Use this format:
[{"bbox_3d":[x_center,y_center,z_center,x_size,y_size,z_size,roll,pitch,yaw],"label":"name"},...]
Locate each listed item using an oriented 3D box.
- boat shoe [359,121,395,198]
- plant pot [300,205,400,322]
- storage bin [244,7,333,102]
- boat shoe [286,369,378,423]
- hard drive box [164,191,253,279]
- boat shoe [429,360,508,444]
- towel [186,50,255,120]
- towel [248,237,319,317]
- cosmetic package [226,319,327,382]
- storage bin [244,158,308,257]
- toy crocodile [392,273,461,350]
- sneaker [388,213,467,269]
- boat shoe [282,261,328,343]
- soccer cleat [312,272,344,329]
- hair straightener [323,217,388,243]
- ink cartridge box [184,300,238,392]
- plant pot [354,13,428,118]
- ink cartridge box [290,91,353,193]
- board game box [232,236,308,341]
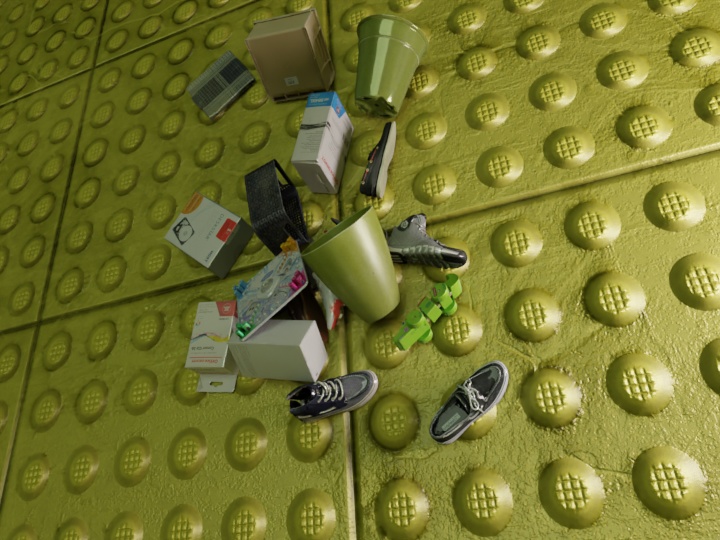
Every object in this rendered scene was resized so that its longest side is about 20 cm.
[{"bbox_3d":[0.046,-0.281,1.317,0.061,0.074,0.208,11,75,17],"label":"boat shoe"},{"bbox_3d":[0.000,0.000,1.134,0.184,0.187,0.203,-32,100,4],"label":"plant pot"},{"bbox_3d":[-0.193,-0.598,1.492,0.193,0.202,0.096,-1,48,21],"label":"storage bin"},{"bbox_3d":[-0.061,0.258,1.103,0.195,0.093,0.076,-28,59,8],"label":"boat shoe"},{"bbox_3d":[-0.404,-0.097,1.415,0.196,0.077,0.159,27,79,29],"label":"hard drive box"},{"bbox_3d":[0.205,0.248,1.014,0.198,0.068,0.074,-41,59,0],"label":"boat shoe"},{"bbox_3d":[-0.445,-0.587,1.687,0.199,0.035,0.193,-41,62,-2],"label":"towel"},{"bbox_3d":[-0.176,0.018,1.301,0.196,0.023,0.146,-31,60,6],"label":"towel"},{"bbox_3d":[-0.182,0.175,1.164,0.193,0.110,0.086,-1,34,24],"label":"cosmetic package"},{"bbox_3d":[-0.209,-0.155,1.315,0.091,0.136,0.204,-25,53,10],"label":"storage bin"},{"bbox_3d":[0.142,0.086,1.116,0.200,0.068,0.061,-47,40,-6],"label":"toy crocodile"},{"bbox_3d":[0.150,-0.075,1.183,0.194,0.075,0.119,7,67,25],"label":"sneaker"},{"bbox_3d":[-0.136,0.084,1.223,0.069,0.070,0.205,-31,70,26],"label":"boat shoe"},{"bbox_3d":[-0.073,0.037,1.212,0.082,0.069,0.207,11,63,-10],"label":"soccer cleat"},{"bbox_3d":[-0.005,-0.093,1.247,0.197,0.041,0.079,23,82,45],"label":"hair straightener"},{"bbox_3d":[-0.346,0.182,1.268,0.112,0.068,0.207,-4,65,20],"label":"ink cartridge box"},{"bbox_3d":[0.060,-0.509,1.365,0.194,0.199,0.197,12,82,26],"label":"plant pot"},{"bbox_3d":[-0.094,-0.322,1.350,0.081,0.146,0.207,5,68,22],"label":"ink cartridge box"},{"bbox_3d":[-0.210,0.034,1.193,0.198,0.026,0.201,-40,32,8],"label":"board game box"}]
